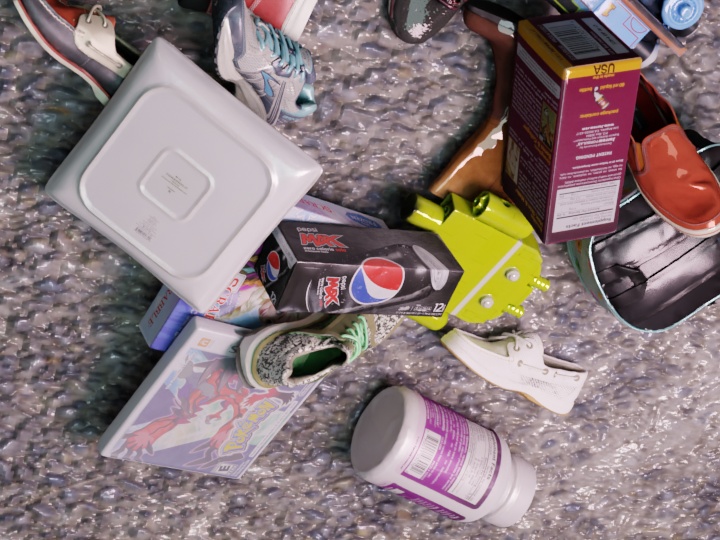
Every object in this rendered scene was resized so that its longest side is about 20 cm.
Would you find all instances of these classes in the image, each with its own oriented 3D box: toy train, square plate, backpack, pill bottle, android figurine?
[{"bbox_3d":[0.261,-0.287,1.579,0.200,0.087,0.114,36,108,-30],"label":"toy train"},{"bbox_3d":[-0.171,-0.083,1.463,0.200,0.028,0.198,38,110,-8],"label":"square plate"},{"bbox_3d":[0.323,-0.037,1.668,0.200,0.153,0.176,-37,112,-8],"label":"backpack"},{"bbox_3d":[0.097,0.215,1.736,0.199,0.112,0.113,28,103,-26],"label":"pill bottle"},{"bbox_3d":[0.112,-0.008,1.658,0.199,0.041,0.182,28,123,-26],"label":"android figurine"}]

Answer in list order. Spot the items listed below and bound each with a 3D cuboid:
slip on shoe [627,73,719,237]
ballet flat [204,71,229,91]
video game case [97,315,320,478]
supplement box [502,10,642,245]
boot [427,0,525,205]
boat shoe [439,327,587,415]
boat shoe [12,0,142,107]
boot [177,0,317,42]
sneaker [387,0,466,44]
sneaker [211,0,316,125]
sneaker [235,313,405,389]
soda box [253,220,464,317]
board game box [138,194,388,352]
[{"bbox_3d":[0.306,-0.121,1.571,0.074,0.201,0.061,-27,163,1],"label":"slip on shoe"},{"bbox_3d":[-0.148,-0.096,1.542,0.070,0.065,0.201,-14,117,-12],"label":"ballet flat"},{"bbox_3d":[-0.149,0.138,1.619,0.182,0.023,0.200,16,126,-38],"label":"video game case"},{"bbox_3d":[0.208,-0.142,1.546,0.085,0.110,0.201,-10,127,-16],"label":"supplement box"},{"bbox_3d":[0.132,-0.164,1.612,0.188,0.069,0.200,26,109,-37],"label":"boot"},{"bbox_3d":[0.175,0.096,1.733,0.199,0.071,0.069,25,104,-35],"label":"boat shoe"},{"bbox_3d":[-0.249,-0.214,1.450,0.062,0.071,0.200,-32,126,16],"label":"boat shoe"},{"bbox_3d":[-0.091,-0.321,1.458,0.144,0.072,0.201,20,110,-23],"label":"boot"},{"bbox_3d":[0.103,-0.300,1.500,0.075,0.116,0.201,26,103,-26],"label":"sneaker"},{"bbox_3d":[-0.088,-0.205,1.462,0.086,0.078,0.200,-6,156,6],"label":"sneaker"},{"bbox_3d":[-0.022,0.077,1.562,0.199,0.088,0.077,-25,118,-27],"label":"sneaker"},{"bbox_3d":[0.000,0.000,1.545,0.199,0.071,0.064,3,127,-32],"label":"soda box"},{"bbox_3d":[-0.094,0.012,1.582,0.199,0.041,0.200,16,117,-38],"label":"board game box"}]
